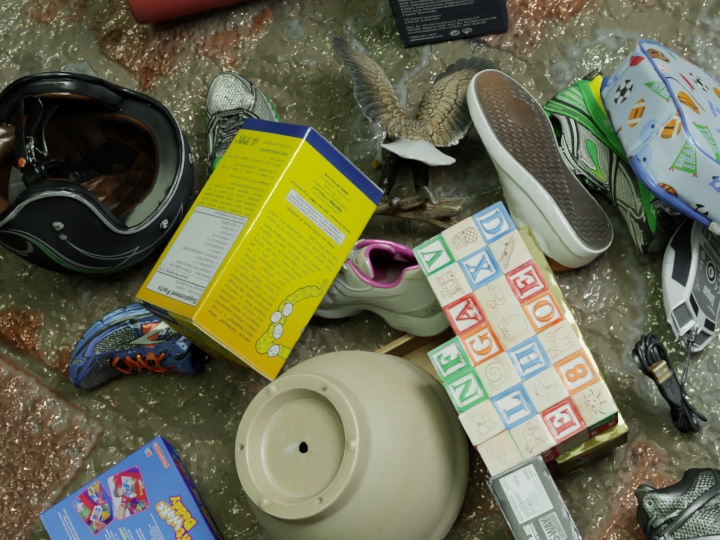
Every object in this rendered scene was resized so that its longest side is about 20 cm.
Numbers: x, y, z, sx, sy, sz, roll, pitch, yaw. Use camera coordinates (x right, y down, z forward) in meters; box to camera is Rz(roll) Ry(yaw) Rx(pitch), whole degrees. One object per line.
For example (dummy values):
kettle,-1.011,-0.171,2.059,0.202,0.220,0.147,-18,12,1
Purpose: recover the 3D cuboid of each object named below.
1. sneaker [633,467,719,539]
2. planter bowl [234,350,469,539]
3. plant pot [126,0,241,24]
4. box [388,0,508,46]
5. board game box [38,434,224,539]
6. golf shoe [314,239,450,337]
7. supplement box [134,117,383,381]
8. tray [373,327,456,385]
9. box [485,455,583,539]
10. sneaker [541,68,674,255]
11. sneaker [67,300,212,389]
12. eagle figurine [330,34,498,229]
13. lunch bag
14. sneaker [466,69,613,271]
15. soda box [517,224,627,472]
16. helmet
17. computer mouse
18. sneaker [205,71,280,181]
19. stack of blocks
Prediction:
sneaker,0.261,0.249,1.140,0.113,0.076,0.201,19,70,23
planter bowl,-0.024,0.159,1.187,0.198,0.135,0.202,-8,73,26
plant pot,-0.155,-0.363,1.459,0.175,0.201,0.202,-3,65,1
box,0.077,-0.363,1.384,0.116,0.200,0.199,-6,66,11
board game box,-0.186,0.270,1.255,0.134,0.045,0.201,-32,63,-2
golf shoe,0.000,0.000,1.289,0.198,0.092,0.076,8,55,32
supplement box,-0.090,-0.022,1.251,0.108,0.109,0.201,16,71,52
tray,0.099,0.086,1.272,0.199,0.037,0.099,-28,64,1
box,0.172,0.262,1.108,0.049,0.158,0.201,-26,64,1
sneaker,0.230,-0.091,1.304,0.085,0.078,0.201,-28,54,8
sneaker,-0.187,0.068,1.331,0.199,0.075,0.079,-25,66,4
eagle figurine,0.045,-0.142,1.338,0.150,0.151,0.202,-7,69,33
lunch bag,0.297,-0.107,1.224,0.076,0.159,0.201,-47,30,29
sneaker,0.147,-0.086,1.290,0.072,0.085,0.201,-24,80,-31
soda box,0.160,0.068,1.208,0.067,0.064,0.201,-25,72,3
helmet,-0.263,-0.087,1.352,0.199,0.190,0.202,-18,65,45
computer mouse,0.284,0.033,1.229,0.044,0.110,0.201,-7,50,40
sneaker,-0.115,-0.115,1.377,0.077,0.085,0.202,-17,63,5
stack of blocks,0.115,0.061,1.153,0.114,0.059,0.201,-28,72,2
